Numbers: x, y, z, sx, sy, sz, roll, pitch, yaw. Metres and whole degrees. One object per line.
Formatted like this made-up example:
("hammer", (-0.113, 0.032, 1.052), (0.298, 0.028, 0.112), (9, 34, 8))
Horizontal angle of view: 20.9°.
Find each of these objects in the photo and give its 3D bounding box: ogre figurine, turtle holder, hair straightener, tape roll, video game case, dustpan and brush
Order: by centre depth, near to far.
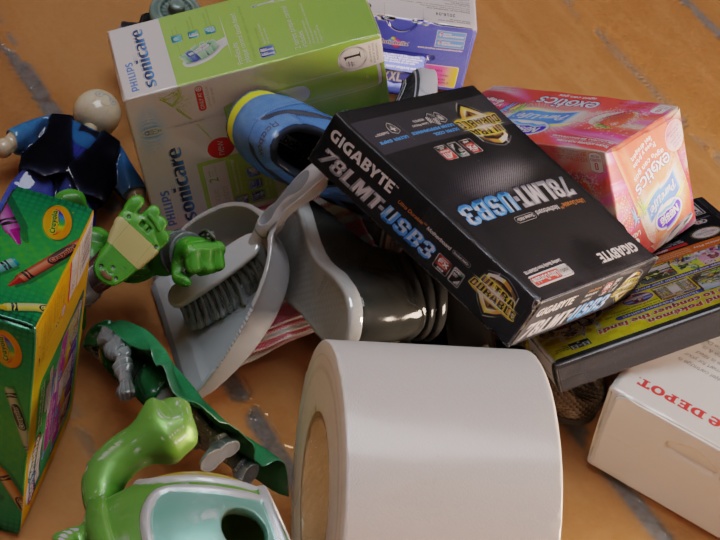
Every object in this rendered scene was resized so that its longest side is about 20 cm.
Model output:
("turtle holder", (-0.108, 0.185, 1.223), (0.131, 0.142, 0.186), (-24, 34, -2))
("tape roll", (0.037, 0.148, 1.261), (0.138, 0.204, 0.204), (3, 43, -12))
("ogre figurine", (-0.207, -0.007, 1.396), (0.199, 0.120, 0.099), (-24, 95, -12))
("hair straightener", (0.079, 0.080, 1.408), (0.041, 0.077, 0.202), (-5, 70, 7))
("dustpan and brush", (-0.080, -0.013, 1.416), (0.057, 0.199, 0.140), (39, 20, -45))
("video game case", (0.208, 0.014, 1.481), (0.198, 0.026, 0.181), (-18, 26, -9))

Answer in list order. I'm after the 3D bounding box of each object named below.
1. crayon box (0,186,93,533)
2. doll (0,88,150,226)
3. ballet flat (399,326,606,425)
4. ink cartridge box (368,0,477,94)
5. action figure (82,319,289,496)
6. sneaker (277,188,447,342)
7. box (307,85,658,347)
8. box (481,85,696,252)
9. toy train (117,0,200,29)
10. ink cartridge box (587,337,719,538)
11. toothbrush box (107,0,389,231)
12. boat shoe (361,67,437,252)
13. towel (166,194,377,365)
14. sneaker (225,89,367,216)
("crayon box", (-0.227, 0.062, 1.286), (0.058, 0.201, 0.119), (15, 42, 2))
("doll", (-0.227, -0.070, 1.539), (0.135, 0.049, 0.201), (21, 43, -8))
("ballet flat", (0.090, 0.067, 1.476), (0.198, 0.047, 0.068), (17, 42, 4))
("ink cartridge box", (0.032, -0.238, 1.765), (0.135, 0.077, 0.201), (7, 41, -6))
("action figure", (-0.139, 0.088, 1.369), (0.055, 0.118, 0.200), (-42, 44, -10))
("sneaker", (0.000, 0.000, 1.439), (0.098, 0.071, 0.200), (2, 26, -23))
("box", (0.091, -0.044, 1.381), (0.198, 0.050, 0.199), (43, 29, 19))
("box", (0.155, -0.076, 1.546), (0.094, 0.103, 0.199), (-31, 29, -35))
("toy train", (-0.110, -0.166, 1.655), (0.198, 0.085, 0.115), (6, 55, -11))
("ink cartridge box", (0.279, 0.096, 1.465), (0.145, 0.085, 0.200), (29, 44, 17))
("toothbrush box", (-0.081, -0.130, 1.505), (0.198, 0.146, 0.086), (-14, 48, -5))
("boat shoe", (0.021, -0.099, 1.623), (0.067, 0.072, 0.201), (13, 51, 1))
("towel", (-0.071, -0.020, 1.524), (0.145, 0.030, 0.201), (-19, 49, -10))
("sneaker", (-0.007, -0.074, 1.459), (0.199, 0.066, 0.078), (20, 12, -35))
